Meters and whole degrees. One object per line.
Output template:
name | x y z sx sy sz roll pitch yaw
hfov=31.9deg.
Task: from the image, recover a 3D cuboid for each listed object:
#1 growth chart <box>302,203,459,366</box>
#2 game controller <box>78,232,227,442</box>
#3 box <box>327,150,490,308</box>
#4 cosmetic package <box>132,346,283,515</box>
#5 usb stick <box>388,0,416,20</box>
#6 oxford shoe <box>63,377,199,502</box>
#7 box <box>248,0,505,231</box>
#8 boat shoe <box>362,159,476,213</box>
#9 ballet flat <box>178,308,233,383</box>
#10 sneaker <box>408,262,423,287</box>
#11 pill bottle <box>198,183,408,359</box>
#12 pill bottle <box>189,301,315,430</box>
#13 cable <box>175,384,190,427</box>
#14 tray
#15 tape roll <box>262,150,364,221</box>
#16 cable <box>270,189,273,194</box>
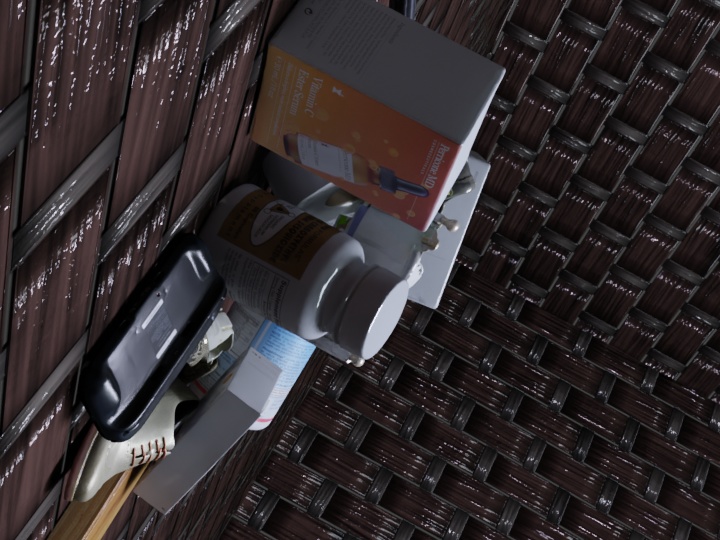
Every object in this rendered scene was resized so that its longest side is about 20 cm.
growth chart | 0.000 0.000 1.332 0.200 0.145 0.018 -57 143 4
game controller | -0.189 0.060 1.160 0.200 0.042 0.105 -59 142 -34
box | 0.036 -0.087 1.611 0.171 0.198 0.201 -91 -158 -79
cosmetic package | -0.167 0.174 1.363 0.200 0.051 0.083 -47 -168 32
usb stick | 0.046 -0.280 1.435 0.055 0.032 0.201 159 -65 -87
oxford shoe | -0.226 0.166 1.264 0.200 0.074 0.071 -56 173 -50
box | 0.012 -0.157 1.195 0.106 0.200 0.152 -58 174 -32
boat shoe | 0.062 -0.077 1.400 0.072 0.060 0.202 -18 169 -31
ballet flat | -0.169 0.070 1.315 0.075 0.068 0.200 -16 165 -10
sneaker | 0.034 -0.014 1.420 0.087 0.075 0.200 -8 160 -24
pill bottle | -0.058 0.004 1.269 0.114 0.200 0.114 -53 161 -27
pill bottle | -0.105 0.073 1.439 0.200 0.109 0.109 -58 176 10
cable | -0.210 0.174 1.553 0.200 0.050 0.097 -63 170 8
tray | -0.280 0.244 1.382 0.200 0.037 0.099 -60 176 -26
tape roll | -0.004 -0.123 1.384 0.202 0.071 0.202 -23 170 -4
cable | -0.113 -0.070 1.471 0.097 0.050 0.201 11 96 -68
